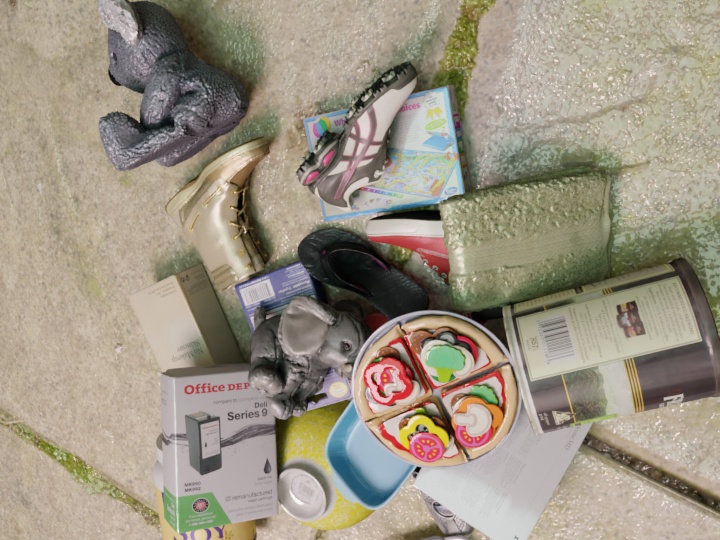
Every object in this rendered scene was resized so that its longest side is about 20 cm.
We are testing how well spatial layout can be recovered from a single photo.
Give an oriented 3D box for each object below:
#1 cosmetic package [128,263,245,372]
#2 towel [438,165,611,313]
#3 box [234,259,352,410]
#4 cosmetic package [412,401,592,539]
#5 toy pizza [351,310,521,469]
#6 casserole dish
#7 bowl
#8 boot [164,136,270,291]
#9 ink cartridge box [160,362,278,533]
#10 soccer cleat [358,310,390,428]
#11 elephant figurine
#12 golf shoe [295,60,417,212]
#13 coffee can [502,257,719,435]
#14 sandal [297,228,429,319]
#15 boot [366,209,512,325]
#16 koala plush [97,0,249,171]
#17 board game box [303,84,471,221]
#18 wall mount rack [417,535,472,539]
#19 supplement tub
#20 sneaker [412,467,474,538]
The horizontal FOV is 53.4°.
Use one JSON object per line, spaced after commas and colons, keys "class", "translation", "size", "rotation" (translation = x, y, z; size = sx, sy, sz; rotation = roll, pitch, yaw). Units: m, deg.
{"class": "cosmetic package", "translation": [-0.253, 0.105, 1.074], "size": [0.102, 0.073, 0.203], "rotation": [-22, 94, 26]}
{"class": "towel", "translation": [0.191, -0.033, 0.817], "size": [0.196, 0.037, 0.151], "rotation": [-10, 106, -1]}
{"class": "box", "translation": [-0.090, 0.096, 1.013], "size": [0.119, 0.032, 0.204], "rotation": [-18, 94, 20]}
{"class": "cosmetic package", "translation": [0.178, 0.218, 0.885], "size": [0.149, 0.052, 0.202], "rotation": [31, 88, 14]}
{"class": "toy pizza", "translation": [0.084, 0.143, 0.815], "size": [0.196, 0.032, 0.204], "rotation": [4, 109, 11]}
{"class": "casserole dish", "translation": [0.036, 0.206, 0.910], "size": [0.121, 0.039, 0.202], "rotation": [42, 106, 29]}
{"class": "bowl", "translation": [-0.062, 0.294, 1.023], "size": [0.196, 0.108, 0.204], "rotation": [6, 107, 21]}
{"class": "boot", "translation": [-0.167, -0.074, 0.986], "size": [0.199, 0.073, 0.157], "rotation": [-33, 89, 29]}
{"class": "ink cartridge box", "translation": [-0.194, 0.235, 0.979], "size": [0.084, 0.143, 0.205], "rotation": [-6, 87, 64]}
{"class": "soccer cleat", "translation": [0.037, 0.153, 0.962], "size": [0.075, 0.066, 0.204], "rotation": [7, 103, 33]}
{"class": "elephant figurine", "translation": [-0.042, 0.091, 0.916], "size": [0.199, 0.142, 0.156], "rotation": [-35, 105, 24]}
{"class": "golf shoe", "translation": [0.010, -0.160, 0.858], "size": [0.088, 0.078, 0.200], "rotation": [39, 120, -13]}
{"class": "coffee can", "translation": [0.269, 0.084, 0.777], "size": [0.196, 0.146, 0.149], "rotation": [-16, 98, 15]}
{"class": "sandal", "translation": [0.001, -0.001, 0.930], "size": [0.198, 0.048, 0.076], "rotation": [29, 84, 20]}
{"class": "boot", "translation": [0.101, 0.001, 0.893], "size": [0.196, 0.072, 0.147], "rotation": [6, 108, 18]}
{"class": "koala plush", "translation": [-0.257, -0.260, 0.930], "size": [0.181, 0.177, 0.203], "rotation": [-25, 93, 15]}
{"class": "board game box", "translation": [0.033, -0.144, 0.901], "size": [0.196, 0.034, 0.137], "rotation": [-6, 102, 25]}
{"class": "wall mount rack", "translation": [0.067, 0.405, 0.982], "size": [0.198, 0.075, 0.174], "rotation": [-28, 115, 39]}
{"class": "supplement tub", "translation": [-0.237, 0.343, 1.091], "size": [0.143, 0.145, 0.204], "rotation": [1, 105, 23]}
{"class": "sneaker", "translation": [0.094, 0.278, 0.963], "size": [0.074, 0.082, 0.203], "rotation": [-21, 95, 27]}
